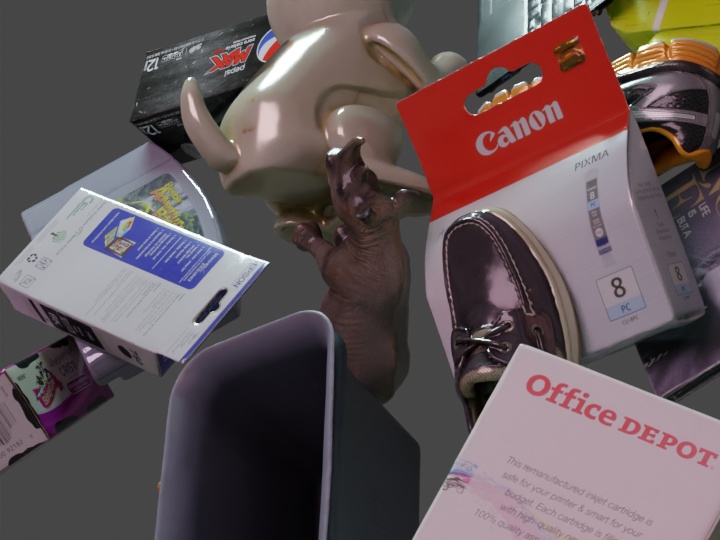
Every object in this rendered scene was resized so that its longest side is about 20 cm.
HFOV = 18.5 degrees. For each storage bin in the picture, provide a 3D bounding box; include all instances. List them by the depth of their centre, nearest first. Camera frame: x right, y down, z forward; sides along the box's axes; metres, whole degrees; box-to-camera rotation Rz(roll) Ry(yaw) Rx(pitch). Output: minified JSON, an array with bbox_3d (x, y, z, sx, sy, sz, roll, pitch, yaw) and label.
[{"bbox_3d":[-0.040,0.153,1.330,0.145,0.134,0.201,-21,46,28],"label":"storage bin"}]

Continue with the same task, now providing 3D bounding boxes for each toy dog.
[{"bbox_3d":[-0.024,-0.129,1.489,0.140,0.193,0.201,127,154,-62],"label":"toy dog"}]

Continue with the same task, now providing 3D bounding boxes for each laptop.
[{"bbox_3d":[0.119,-0.251,1.492,0.200,0.103,0.178,-35,34,34],"label":"laptop"}]

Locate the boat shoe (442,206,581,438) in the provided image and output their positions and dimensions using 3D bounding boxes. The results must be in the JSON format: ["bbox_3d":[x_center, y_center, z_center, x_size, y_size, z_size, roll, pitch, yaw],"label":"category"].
[{"bbox_3d":[0.086,0.059,1.282,0.072,0.065,0.201,-22,78,39],"label":"boat shoe"}]

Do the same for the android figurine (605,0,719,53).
[{"bbox_3d":[0.236,-0.202,1.441,0.199,0.041,0.183,2,61,40],"label":"android figurine"}]

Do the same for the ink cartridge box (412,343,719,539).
[{"bbox_3d":[0.119,0.171,1.148,0.147,0.145,0.200,22,75,33],"label":"ink cartridge box"}]

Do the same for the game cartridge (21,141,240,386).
[{"bbox_3d":[-0.165,-0.012,1.621,0.133,0.041,0.200,-27,43,-6],"label":"game cartridge"}]

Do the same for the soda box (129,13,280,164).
[{"bbox_3d":[-0.074,-0.143,1.647,0.199,0.063,0.071,-14,51,34],"label":"soda box"}]

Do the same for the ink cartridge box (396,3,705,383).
[{"bbox_3d":[0.101,-0.038,1.331,0.160,0.047,0.201,-25,82,37],"label":"ink cartridge box"}]

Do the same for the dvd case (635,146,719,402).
[{"bbox_3d":[0.240,-0.025,1.315,0.200,0.016,0.149,-33,42,16],"label":"dvd case"}]

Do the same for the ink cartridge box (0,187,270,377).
[{"bbox_3d":[-0.155,0.012,1.541,0.200,0.039,0.100,22,61,40],"label":"ink cartridge box"}]

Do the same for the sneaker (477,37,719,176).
[{"bbox_3d":[0.142,-0.080,1.395,0.200,0.078,0.078,-22,54,36],"label":"sneaker"}]

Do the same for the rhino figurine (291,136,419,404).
[{"bbox_3d":[0.000,0.000,1.395,0.060,0.201,0.087,-19,41,-28],"label":"rhino figurine"}]

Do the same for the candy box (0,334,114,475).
[{"bbox_3d":[-0.287,0.130,1.567,0.200,0.061,0.136,-34,0,16],"label":"candy box"}]
